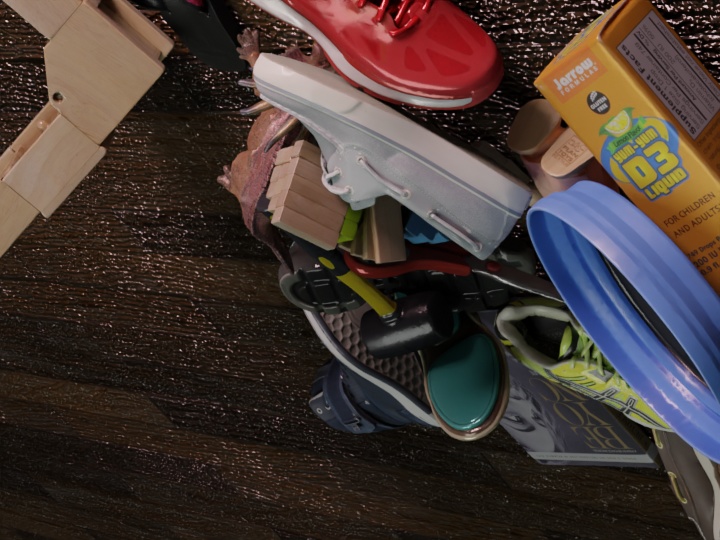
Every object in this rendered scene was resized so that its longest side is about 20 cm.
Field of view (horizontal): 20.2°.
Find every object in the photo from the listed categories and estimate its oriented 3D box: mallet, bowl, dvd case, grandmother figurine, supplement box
[{"bbox_3d":[0.000,0.000,1.433,0.065,0.041,0.200,-13,143,23],"label":"mallet"},{"bbox_3d":[0.179,0.030,1.239,0.201,0.039,0.201,52,173,9],"label":"bowl"},{"bbox_3d":[0.139,0.094,1.651,0.200,0.016,0.148,46,152,-25],"label":"dvd case"},{"bbox_3d":[0.161,-0.025,1.366,0.121,0.060,0.200,49,173,41],"label":"grandmother figurine"},{"bbox_3d":[0.194,-0.063,1.185,0.200,0.069,0.066,50,137,-3],"label":"supplement box"}]

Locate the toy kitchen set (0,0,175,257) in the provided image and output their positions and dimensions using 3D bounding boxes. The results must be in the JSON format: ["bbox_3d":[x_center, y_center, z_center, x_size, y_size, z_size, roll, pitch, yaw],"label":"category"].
[{"bbox_3d":[-0.266,-0.155,1.536,0.180,0.200,0.163,40,-164,-13],"label":"toy kitchen set"}]

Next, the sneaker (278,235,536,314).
[{"bbox_3d":[0.036,-0.018,1.515,0.199,0.080,0.076,-1,138,19],"label":"sneaker"}]

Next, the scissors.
[{"bbox_3d":[0.081,-0.009,1.393,0.198,0.073,0.014,9,128,1],"label":"scissors"}]

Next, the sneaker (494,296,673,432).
[{"bbox_3d":[0.182,0.069,1.456,0.199,0.076,0.076,14,-179,33],"label":"sneaker"}]

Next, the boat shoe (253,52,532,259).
[{"bbox_3d":[0.012,-0.069,1.301,0.200,0.072,0.070,28,-169,-10],"label":"boat shoe"}]

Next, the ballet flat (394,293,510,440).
[{"bbox_3d":[0.079,0.068,1.523,0.070,0.069,0.201,55,-169,-39],"label":"ballet flat"}]

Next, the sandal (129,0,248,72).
[{"bbox_3d":[-0.139,-0.201,1.417,0.075,0.045,0.200,12,148,40],"label":"sandal"}]

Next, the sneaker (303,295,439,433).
[{"bbox_3d":[-0.015,0.069,1.718,0.202,0.077,0.146,45,150,-26],"label":"sneaker"}]

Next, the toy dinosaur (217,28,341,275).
[{"bbox_3d":[-0.054,-0.085,1.405,0.085,0.201,0.136,11,-162,-8],"label":"toy dinosaur"}]

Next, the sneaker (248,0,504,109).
[{"bbox_3d":[0.001,-0.180,1.250,0.199,0.079,0.116,27,156,11],"label":"sneaker"}]

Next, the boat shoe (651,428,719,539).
[{"bbox_3d":[0.264,0.150,1.538,0.059,0.072,0.201,21,149,38],"label":"boat shoe"}]

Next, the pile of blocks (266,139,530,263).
[{"bbox_3d":[0.018,-0.045,1.381,0.199,0.083,0.062,-2,177,-29],"label":"pile of blocks"}]
